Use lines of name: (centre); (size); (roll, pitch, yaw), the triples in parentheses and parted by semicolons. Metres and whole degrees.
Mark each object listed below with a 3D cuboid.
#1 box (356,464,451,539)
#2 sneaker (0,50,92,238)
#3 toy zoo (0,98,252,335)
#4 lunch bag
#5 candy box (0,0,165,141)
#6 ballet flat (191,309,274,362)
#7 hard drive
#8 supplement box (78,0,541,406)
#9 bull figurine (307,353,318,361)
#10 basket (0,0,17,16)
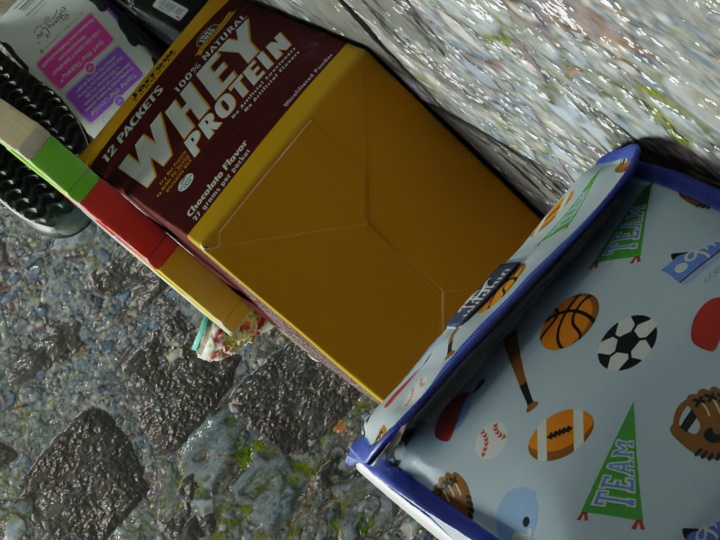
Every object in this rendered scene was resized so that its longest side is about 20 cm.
box: (0.140, 0.152, 1.603); (0.199, 0.171, 0.200); (38, 176, 21)
sneaker: (-0.216, -0.082, 1.406); (0.200, 0.070, 0.090); (46, 173, 31)
toy zoo: (-0.137, -0.027, 1.271); (0.200, 0.020, 0.131); (42, 175, -27)
lunch bag: (0.098, 0.050, 0.840); (0.124, 0.170, 0.200); (45, 174, -36)
candy box: (-0.165, -0.136, 1.479); (0.200, 0.072, 0.168); (48, -173, 0)
ballet flat: (-0.059, -0.008, 1.422); (0.064, 0.076, 0.200); (20, -142, -6)
hard drive: (-0.065, -0.118, 1.404); (0.200, 0.038, 0.140); (43, 175, -35)
supplement box: (-0.019, -0.033, 1.243); (0.197, 0.133, 0.200); (41, 175, -29)
bull figurine: (0.000, 0.000, 1.498); (0.065, 0.122, 0.200); (16, -161, -9)
basket: (-0.222, -0.223, 1.032); (0.136, 0.123, 0.200); (34, 173, 41)
